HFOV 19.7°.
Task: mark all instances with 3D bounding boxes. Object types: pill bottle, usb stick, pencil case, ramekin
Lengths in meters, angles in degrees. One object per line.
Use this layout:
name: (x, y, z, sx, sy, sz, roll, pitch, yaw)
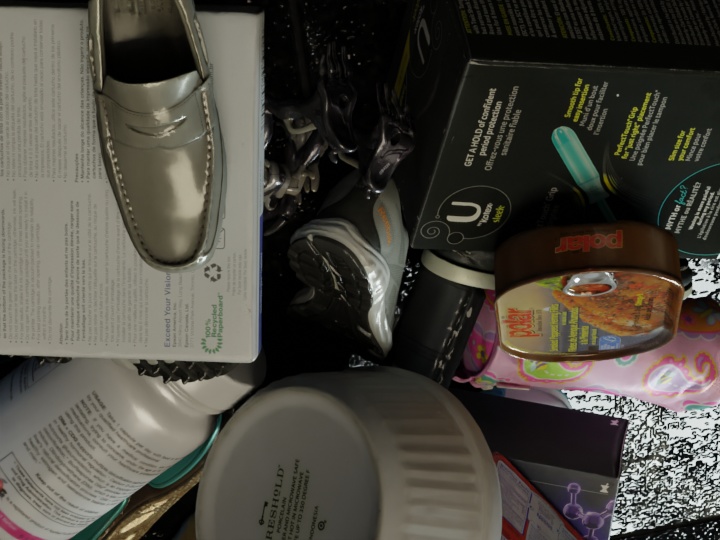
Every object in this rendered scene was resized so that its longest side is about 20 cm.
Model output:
pill bottle: (-0.166, 0.089, 1.362, 0.200, 0.113, 0.113, -36, 132, 21)
usb stick: (0.027, 0.090, 1.373, 0.033, 0.055, 0.200, 13, 101, -50)
pencil case: (0.156, 0.048, 1.418, 0.200, 0.088, 0.088, 7, 132, -23)
ramekin: (-0.016, 0.155, 1.312, 0.202, 0.203, 0.094, -41, 148, 26)

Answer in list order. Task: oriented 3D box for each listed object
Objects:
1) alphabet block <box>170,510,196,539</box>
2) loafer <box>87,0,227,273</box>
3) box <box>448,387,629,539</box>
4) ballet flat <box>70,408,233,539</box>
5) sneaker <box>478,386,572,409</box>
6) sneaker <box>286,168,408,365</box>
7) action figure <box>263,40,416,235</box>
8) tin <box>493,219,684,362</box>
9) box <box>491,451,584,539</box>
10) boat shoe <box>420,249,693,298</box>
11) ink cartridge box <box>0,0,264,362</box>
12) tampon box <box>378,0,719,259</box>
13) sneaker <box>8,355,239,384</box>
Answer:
alphabet block: (-0.069, 0.325, 1.560, 0.195, 0.200, 0.196, 14, 130, -25)
loafer: (-0.111, -0.094, 1.089, 0.070, 0.070, 0.200, -9, 101, 4)
box: (0.077, 0.162, 1.456, 0.200, 0.079, 0.141, 9, 119, 7)
ballet flat: (-0.145, 0.140, 1.466, 0.200, 0.071, 0.065, -40, 157, 28)
sneaker: (0.137, 0.154, 1.525, 0.076, 0.081, 0.200, -24, 133, 13)
sneaker: (0.000, 0.000, 1.327, 0.074, 0.079, 0.200, 27, 159, 8)
action figure: (-0.063, -0.076, 1.237, 0.200, 0.102, 0.119, -15, 152, 40)
tin: (0.135, 0.015, 1.256, 0.112, 0.042, 0.200, -8, 163, 3)
box: (0.114, 0.234, 1.386, 0.095, 0.100, 0.200, -35, 108, 29)
boat shoe: (0.138, -0.022, 1.360, 0.199, 0.075, 0.066, 7, 109, -20)
ink cartridge box: (-0.153, -0.050, 1.156, 0.200, 0.043, 0.197, 2, 102, 3)
tampon box: (0.128, -0.104, 1.230, 0.200, 0.126, 0.150, 2, 135, -15)
sneaker: (-0.142, 0.014, 1.265, 0.200, 0.091, 0.066, 4, 150, 38)
